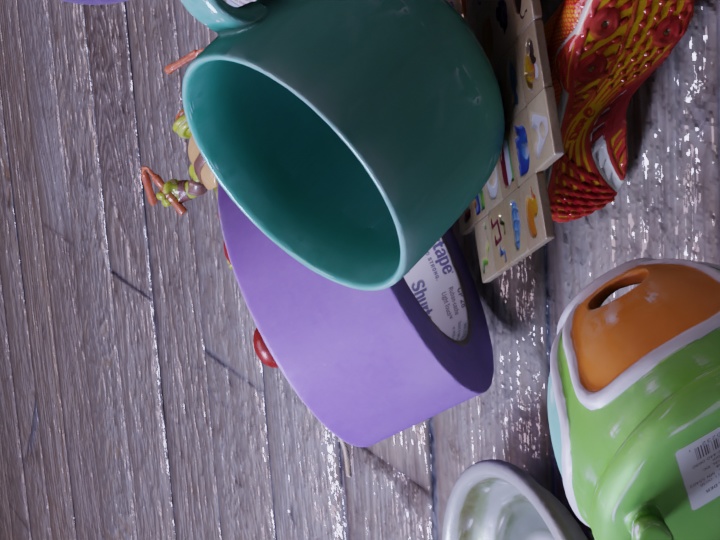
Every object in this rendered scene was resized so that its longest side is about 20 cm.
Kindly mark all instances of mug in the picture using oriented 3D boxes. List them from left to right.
[{"bbox_3d":[-0.002,-0.094,0.849,0.151,0.114,0.186,31,152,28],"label":"mug"}]

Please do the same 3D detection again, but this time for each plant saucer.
[{"bbox_3d":[0.114,0.212,1.025,0.200,0.050,0.202,171,90,-67],"label":"plant saucer"}]

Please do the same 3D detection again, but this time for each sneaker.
[{"bbox_3d":[0.112,-0.111,0.855,0.078,0.072,0.201,62,151,31],"label":"sneaker"}]

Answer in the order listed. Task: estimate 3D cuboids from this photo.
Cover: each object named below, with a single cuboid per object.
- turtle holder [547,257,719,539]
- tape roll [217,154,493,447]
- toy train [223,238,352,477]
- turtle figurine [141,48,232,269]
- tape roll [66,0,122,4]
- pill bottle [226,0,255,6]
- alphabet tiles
[{"bbox_3d":[0.163,0.072,0.775,0.141,0.185,0.132,-50,46,20],"label":"turtle holder"},{"bbox_3d":[0.000,0.000,1.025,0.201,0.084,0.201,56,-162,-28],"label":"tape roll"},{"bbox_3d":[-0.013,0.039,1.189,0.084,0.115,0.202,-20,86,33],"label":"toy train"},{"bbox_3d":[-0.127,-0.083,1.460,0.162,0.064,0.201,59,142,26],"label":"turtle figurine"},{"bbox_3d":[-0.208,-0.321,1.363,0.201,0.198,0.085,108,145,-48],"label":"tape roll"},{"bbox_3d":[-0.026,-0.214,0.989,0.109,0.108,0.202,-136,41,-54],"label":"pill bottle"},{"bbox_3d":[0.071,-0.087,0.888,0.200,0.006,0.168,134,130,-76],"label":"alphabet tiles"}]
